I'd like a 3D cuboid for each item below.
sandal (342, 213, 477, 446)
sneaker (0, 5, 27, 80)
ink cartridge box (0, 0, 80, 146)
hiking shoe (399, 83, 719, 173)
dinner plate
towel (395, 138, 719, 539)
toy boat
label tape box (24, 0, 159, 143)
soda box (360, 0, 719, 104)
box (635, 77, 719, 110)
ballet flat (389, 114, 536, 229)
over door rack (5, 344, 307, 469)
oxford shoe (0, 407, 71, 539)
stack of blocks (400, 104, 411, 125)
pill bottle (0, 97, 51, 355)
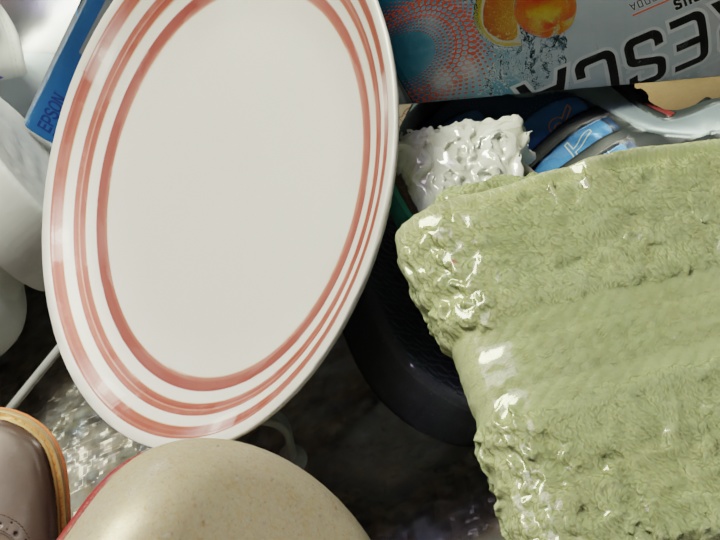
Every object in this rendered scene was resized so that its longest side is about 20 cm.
[{"bbox_3d":[0.000,0.000,0.921,0.043,0.076,0.200,-52,29,23],"label":"sandal"},{"bbox_3d":[-0.224,-0.086,1.044,0.146,0.081,0.201,14,73,5],"label":"sneaker"},{"bbox_3d":[-0.167,-0.118,1.109,0.160,0.200,0.047,-42,2,-12],"label":"ink cartridge box"},{"bbox_3d":[0.081,-0.027,0.881,0.199,0.075,0.087,10,53,42],"label":"hiking shoe"},{"bbox_3d":[-0.050,-0.033,0.873,0.200,0.024,0.201,-13,72,44],"label":"dinner plate"},{"bbox_3d":[0.122,0.024,0.771,0.199,0.037,0.149,-12,65,-16],"label":"towel"},{"bbox_3d":[-0.077,0.155,0.814,0.200,0.130,0.131,-56,14,-28],"label":"toy boat"},{"bbox_3d":[-0.064,-0.155,1.035,0.144,0.063,0.200,-50,14,56],"label":"label tape box"},{"bbox_3d":[0.096,-0.109,0.870,0.199,0.064,0.068,-6,29,0],"label":"soda box"},{"bbox_3d":[0.135,-0.024,0.921,0.200,0.021,0.164,13,56,44],"label":"box"},{"bbox_3d":[0.068,0.032,0.811,0.072,0.072,0.201,-25,73,9],"label":"ballet flat"},{"bbox_3d":[-0.106,0.080,0.950,0.200,0.067,0.148,-38,35,16],"label":"over door rack"},{"bbox_3d":[-0.150,0.145,0.834,0.071,0.073,0.201,15,84,4],"label":"oxford shoe"},{"bbox_3d":[0.063,-0.136,1.034,0.115,0.059,0.200,12,44,44],"label":"stack of blocks"},{"bbox_3d":[-0.214,0.016,1.027,0.200,0.110,0.110,-39,36,9],"label":"pill bottle"}]
